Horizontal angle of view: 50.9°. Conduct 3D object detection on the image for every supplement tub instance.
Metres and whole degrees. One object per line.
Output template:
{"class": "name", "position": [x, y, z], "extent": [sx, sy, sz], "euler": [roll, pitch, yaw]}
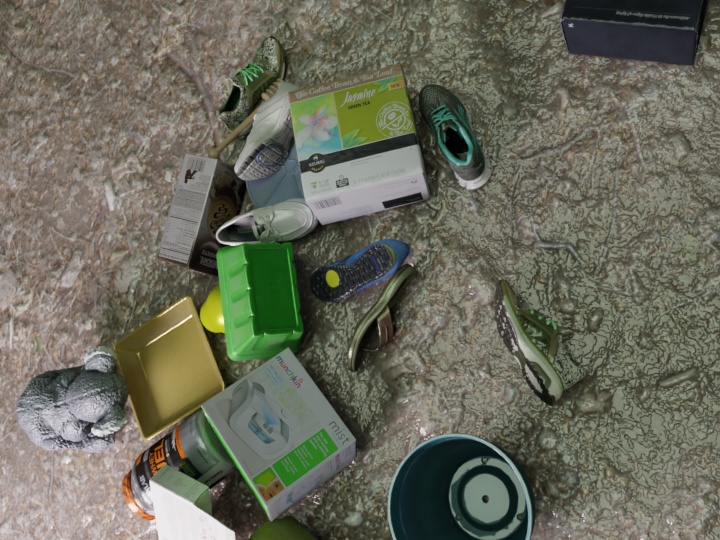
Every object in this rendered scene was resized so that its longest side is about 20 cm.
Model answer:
{"class": "supplement tub", "position": [-0.312, 0.342, 1.319], "extent": [0.199, 0.122, 0.123], "euler": [-38, 68, 13]}

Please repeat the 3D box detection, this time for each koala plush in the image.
{"class": "koala plush", "position": [-0.493, 0.235, 1.361], "extent": [0.198, 0.183, 0.180], "euler": [-19, 74, 35]}

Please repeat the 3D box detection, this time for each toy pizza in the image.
{"class": "toy pizza", "position": [-0.121, -0.186, 1.385], "extent": [0.197, 0.032, 0.204], "euler": [-4, 79, 21]}

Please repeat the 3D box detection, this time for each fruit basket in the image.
{"class": "fruit basket", "position": [-0.193, 0.058, 1.334], "extent": [0.215, 0.153, 0.219], "euler": [178, 90, -64]}

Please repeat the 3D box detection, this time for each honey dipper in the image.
{"class": "honey dipper", "position": [-0.207, -0.275, 1.401], "extent": [0.038, 0.038, 0.200], "euler": [36, 77, 24]}

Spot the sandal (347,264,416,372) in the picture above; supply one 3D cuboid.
{"class": "sandal", "position": [0.039, 0.084, 1.245], "extent": [0.057, 0.080, 0.202], "euler": [34, 94, 10]}

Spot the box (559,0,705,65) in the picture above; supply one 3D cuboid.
{"class": "box", "position": [0.427, -0.437, 1.147], "extent": [0.197, 0.124, 0.200], "euler": [14, 84, 24]}

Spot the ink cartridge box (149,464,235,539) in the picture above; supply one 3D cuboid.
{"class": "ink cartridge box", "position": [-0.256, 0.430, 1.229], "extent": [0.174, 0.045, 0.202], "euler": [21, 129, 22]}

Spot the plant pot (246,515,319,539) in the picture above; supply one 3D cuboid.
{"class": "plant pot", "position": [-0.097, 0.494, 1.179], "extent": [0.189, 0.199, 0.201], "euler": [38, 96, 36]}

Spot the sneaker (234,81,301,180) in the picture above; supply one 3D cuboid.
{"class": "sneaker", "position": [-0.163, -0.251, 1.368], "extent": [0.087, 0.074, 0.201], "euler": [37, 88, 35]}

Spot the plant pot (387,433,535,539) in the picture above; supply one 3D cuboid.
{"class": "plant pot", "position": [0.163, 0.336, 1.082], "extent": [0.197, 0.188, 0.204], "euler": [-5, 78, 22]}

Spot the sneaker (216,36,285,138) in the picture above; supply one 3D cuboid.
{"class": "sneaker", "position": [-0.209, -0.352, 1.422], "extent": [0.076, 0.088, 0.202], "euler": [24, 90, 25]}

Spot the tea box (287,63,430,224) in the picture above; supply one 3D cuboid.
{"class": "tea box", "position": [0.000, -0.207, 1.263], "extent": [0.197, 0.134, 0.200], "euler": [-13, 74, 7]}

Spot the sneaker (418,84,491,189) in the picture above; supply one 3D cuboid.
{"class": "sneaker", "position": [0.151, -0.234, 1.245], "extent": [0.077, 0.091, 0.202], "euler": [-33, 69, 13]}

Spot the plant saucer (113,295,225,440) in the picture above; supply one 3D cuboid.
{"class": "plant saucer", "position": [-0.346, 0.182, 1.405], "extent": [0.199, 0.048, 0.202], "euler": [-31, 69, 15]}

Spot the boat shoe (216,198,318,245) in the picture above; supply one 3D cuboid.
{"class": "boat shoe", "position": [-0.167, -0.076, 1.339], "extent": [0.198, 0.065, 0.075], "euler": [-15, 99, 28]}

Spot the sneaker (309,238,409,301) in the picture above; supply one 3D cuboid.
{"class": "sneaker", "position": [0.000, 0.000, 1.291], "extent": [0.199, 0.078, 0.067], "euler": [-24, 89, 36]}

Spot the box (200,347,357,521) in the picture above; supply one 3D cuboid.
{"class": "box", "position": [-0.130, 0.264, 1.230], "extent": [0.175, 0.097, 0.201], "euler": [-31, 64, -18]}

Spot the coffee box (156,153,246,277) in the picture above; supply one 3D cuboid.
{"class": "coffee box", "position": [-0.289, -0.099, 1.397], "extent": [0.079, 0.113, 0.203], "euler": [13, 86, 24]}

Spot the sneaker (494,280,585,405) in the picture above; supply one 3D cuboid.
{"class": "sneaker", "position": [0.271, 0.100, 1.150], "extent": [0.088, 0.077, 0.202], "euler": [-21, 70, -11]}
